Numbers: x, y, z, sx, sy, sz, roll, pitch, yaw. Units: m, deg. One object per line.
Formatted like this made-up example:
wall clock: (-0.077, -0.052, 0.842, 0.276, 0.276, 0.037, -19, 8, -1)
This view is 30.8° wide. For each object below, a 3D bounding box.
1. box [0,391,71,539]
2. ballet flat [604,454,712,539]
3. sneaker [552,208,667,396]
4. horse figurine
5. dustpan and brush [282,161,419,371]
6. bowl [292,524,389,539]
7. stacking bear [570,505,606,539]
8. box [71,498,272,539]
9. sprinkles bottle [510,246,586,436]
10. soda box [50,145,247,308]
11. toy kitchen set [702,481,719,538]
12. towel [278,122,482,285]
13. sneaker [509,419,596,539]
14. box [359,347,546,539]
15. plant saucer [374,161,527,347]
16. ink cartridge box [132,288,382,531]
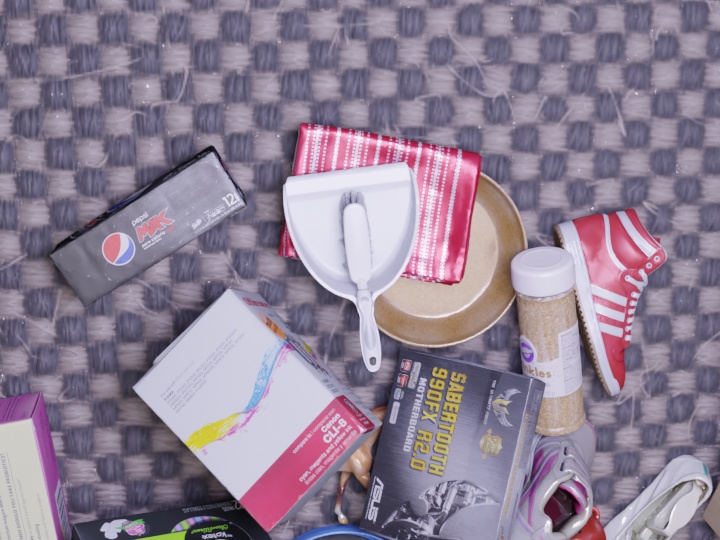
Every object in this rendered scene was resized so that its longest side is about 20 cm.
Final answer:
box: (-0.418, 0.241, 1.367, 0.198, 0.097, 0.178, -11, 103, -6)
ballet flat: (0.328, 0.297, 1.488, 0.069, 0.069, 0.200, 38, 95, -13)
sneaker: (0.288, 0.031, 1.425, 0.111, 0.071, 0.202, -17, 101, 0)
horse figurine: (-0.048, 0.214, 1.430, 0.198, 0.050, 0.134, 2, 98, -6)
dustpan and brush: (0.000, 0.000, 1.328, 0.138, 0.057, 0.202, -8, 102, -5)
bowl: (-0.024, 0.382, 1.475, 0.198, 0.039, 0.203, -1, 102, -7)
stacking bear: (0.252, 0.366, 1.448, 0.120, 0.114, 0.202, -15, 83, 16)
box: (-0.189, 0.338, 1.343, 0.198, 0.149, 0.125, -3, 121, -33)
sprinkles bottle: (0.204, 0.077, 1.406, 0.068, 0.068, 0.202, -11, 115, -5)
soda box: (-0.218, -0.047, 1.349, 0.199, 0.063, 0.071, -32, 103, 0)
toy kitchen set: (0.516, 0.243, 1.419, 0.162, 0.181, 0.201, -12, 135, -27)
towel: (0.022, -0.067, 1.360, 0.198, 0.022, 0.146, 9, 99, -8)
sneaker: (0.219, 0.237, 1.412, 0.081, 0.088, 0.201, 46, 51, -18)
box: (0.096, 0.197, 1.380, 0.157, 0.048, 0.202, 12, 85, 29)
plant saucer: (0.080, -0.019, 1.406, 0.198, 0.035, 0.202, -1, 101, -7)
ink cartridge box: (-0.101, 0.138, 1.330, 0.200, 0.145, 0.145, 44, 93, 8)
